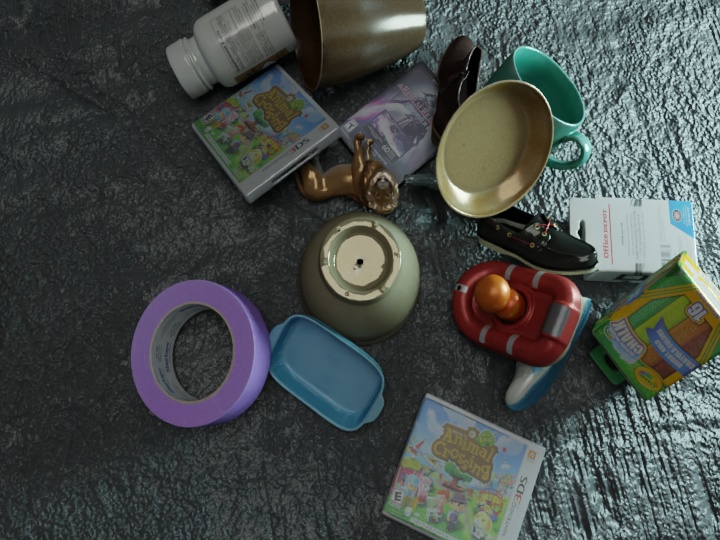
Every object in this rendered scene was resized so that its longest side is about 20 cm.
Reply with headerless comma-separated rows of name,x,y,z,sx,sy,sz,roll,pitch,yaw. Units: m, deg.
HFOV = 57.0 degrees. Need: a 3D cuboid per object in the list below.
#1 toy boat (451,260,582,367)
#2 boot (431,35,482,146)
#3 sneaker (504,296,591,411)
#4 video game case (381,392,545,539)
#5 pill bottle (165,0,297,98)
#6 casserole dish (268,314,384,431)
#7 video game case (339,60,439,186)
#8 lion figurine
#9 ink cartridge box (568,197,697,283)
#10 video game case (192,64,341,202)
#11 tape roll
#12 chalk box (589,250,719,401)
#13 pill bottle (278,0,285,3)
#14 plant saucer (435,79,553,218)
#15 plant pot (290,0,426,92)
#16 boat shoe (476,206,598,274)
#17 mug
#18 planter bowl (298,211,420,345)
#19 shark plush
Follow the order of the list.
toy boat,0.207,0.047,0.945,0.129,0.197,0.134,30,81,-39
boot,0.163,-0.303,1.026,0.070,0.166,0.206,16,78,-6
sneaker,0.268,0.116,0.999,0.080,0.077,0.203,28,80,30
video game case,0.151,0.307,0.969,0.195,0.022,0.186,23,77,5
pill bottle,-0.209,-0.368,1.076,0.196,0.114,0.117,-28,77,5
casserole dish,-0.048,0.145,0.976,0.197,0.039,0.123,34,112,9
video game case,0.074,-0.239,1.106,0.198,0.019,0.144,-39,80,-9
lion figurine,-0.032,-0.146,1.057,0.194,0.072,0.127,-4,86,21
ink cartridge box,0.413,-0.046,1.038,0.193,0.067,0.120,3,76,-1
video game case,-0.153,-0.224,1.052,0.180,0.022,0.201,-36,58,-8
tape roll,-0.231,0.120,0.962,0.193,0.066,0.208,-2,81,15
chalk box,0.421,0.091,0.955,0.125,0.123,0.200,50,120,11
pill bottle,-0.166,-0.513,1.121,0.193,0.112,0.115,6,76,1
plant saucer,0.187,-0.176,0.956,0.196,0.204,0.036,-27,37,-8
plant pot,0.001,-0.400,1.076,0.194,0.187,0.193,-12,76,-17
boat shoe,0.261,-0.050,0.991,0.198,0.065,0.073,25,42,37
mug,0.264,-0.240,1.041,0.148,0.114,0.190,9,56,-31
planter bowl,0.000,0.000,0.985,0.193,0.135,0.207,0,76,-2
shark plush,0.169,-0.154,1.052,0.193,0.083,0.094,13,76,2
